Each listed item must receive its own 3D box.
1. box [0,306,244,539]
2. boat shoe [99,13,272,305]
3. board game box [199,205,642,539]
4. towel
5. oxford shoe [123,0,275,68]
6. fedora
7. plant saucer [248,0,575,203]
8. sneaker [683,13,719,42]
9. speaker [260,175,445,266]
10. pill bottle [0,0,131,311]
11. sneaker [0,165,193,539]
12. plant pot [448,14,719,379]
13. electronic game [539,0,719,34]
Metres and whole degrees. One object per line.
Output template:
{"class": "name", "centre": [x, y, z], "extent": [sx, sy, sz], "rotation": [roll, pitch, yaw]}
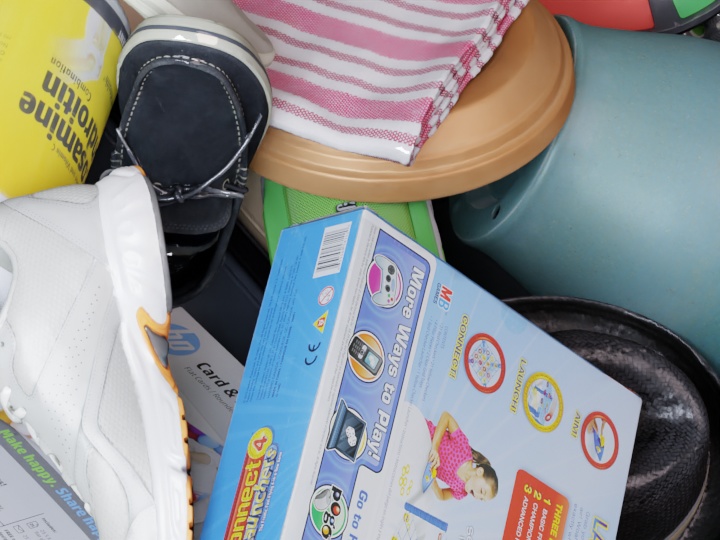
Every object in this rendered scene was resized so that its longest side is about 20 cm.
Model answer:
{"class": "box", "centre": [-0.119, 0.093, 1.275], "extent": [0.200, 0.041, 0.156], "rotation": [-13, 42, -41]}
{"class": "boat shoe", "centre": [-0.084, -0.049, 1.309], "extent": [0.074, 0.200, 0.062], "rotation": [10, 57, -3]}
{"class": "board game box", "centre": [0.028, 0.106, 1.225], "extent": [0.196, 0.056, 0.201], "rotation": [34, 58, -35]}
{"class": "towel", "centre": [-0.003, -0.134, 1.387], "extent": [0.200, 0.146, 0.030], "rotation": [-56, 155, -43]}
{"class": "oxford shoe", "centre": [-0.110, -0.165, 1.289], "extent": [0.200, 0.075, 0.058], "rotation": [41, 97, -18]}
{"class": "fedora", "centre": [0.101, 0.085, 1.385], "extent": [0.200, 0.092, 0.201], "rotation": [2, 68, -6]}
{"class": "plant saucer", "centre": [0.011, -0.111, 1.411], "extent": [0.200, 0.200, 0.038], "rotation": [-44, 148, -38]}
{"class": "sneaker", "centre": [0.214, -0.177, 1.672], "extent": [0.115, 0.075, 0.201], "rotation": [-31, 97, -55]}
{"class": "speaker", "centre": [0.000, 0.000, 1.378], "extent": [0.088, 0.088, 0.200], "rotation": [27, 32, -31]}
{"class": "pill bottle", "centre": [-0.183, -0.046, 1.269], "extent": [0.112, 0.112, 0.201], "rotation": [34, 56, -27]}
{"class": "sneaker", "centre": [-0.121, 0.059, 1.185], "extent": [0.092, 0.076, 0.201], "rotation": [-7, 78, -6]}
{"class": "plant pot", "centre": [0.158, -0.042, 1.508], "extent": [0.188, 0.200, 0.201], "rotation": [22, 64, -20]}
{"class": "electronic game", "centre": [0.145, -0.227, 1.582], "extent": [0.199, 0.042, 0.201], "rotation": [1, 82, -3]}
